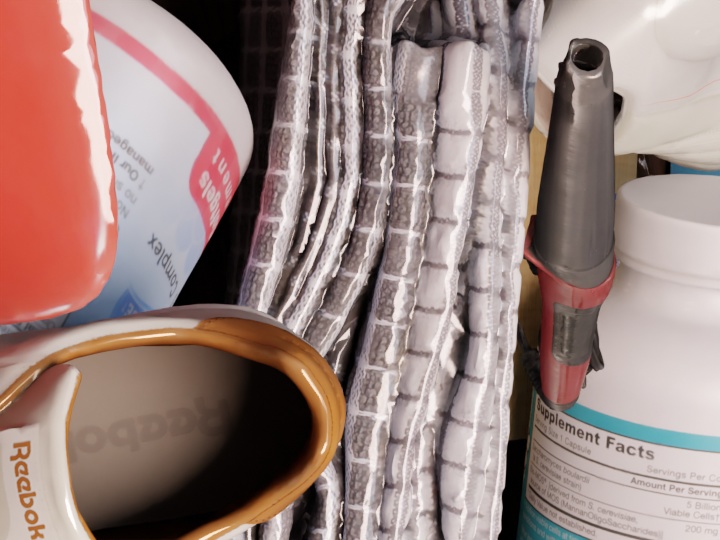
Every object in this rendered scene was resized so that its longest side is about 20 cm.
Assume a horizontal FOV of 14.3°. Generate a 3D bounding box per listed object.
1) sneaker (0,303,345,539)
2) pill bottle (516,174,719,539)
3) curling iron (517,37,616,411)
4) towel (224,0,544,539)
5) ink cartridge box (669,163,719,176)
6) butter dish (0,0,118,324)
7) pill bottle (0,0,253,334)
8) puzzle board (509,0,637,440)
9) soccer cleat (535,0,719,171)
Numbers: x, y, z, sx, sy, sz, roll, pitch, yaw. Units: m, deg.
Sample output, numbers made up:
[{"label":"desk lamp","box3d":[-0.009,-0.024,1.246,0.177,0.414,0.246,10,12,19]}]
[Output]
[{"label":"sneaker","box3d":[-0.099,0.044,0.609,0.200,0.085,0.073,-16,92,-11]},{"label":"pill bottle","box3d":[0.109,0.073,0.955,0.111,0.111,0.200,-12,114,-48]},{"label":"curling iron","box3d":[0.054,-0.011,0.783,0.200,0.026,0.050,82,-10,-69]},{"label":"towel","box3d":[0.000,0.000,0.807,0.166,0.085,0.200,-119,-146,-88]},{"label":"ink cartridge box","box3d":[0.231,0.025,1.040,0.147,0.200,0.146,-1,96,-48]},{"label":"butter dish","box3d":[-0.137,-0.097,0.644,0.148,0.199,0.200,-50,133,-63]},{"label":"pill bottle","box3d":[-0.115,0.022,0.713,0.109,0.109,0.200,48,60,-41]},{"label":"puzzle board","box3d":[0.044,-0.042,0.959,0.151,0.017,0.200,-3,97,-50]},{"label":"soccer cleat","box3d":[0.088,-0.066,0.919,0.078,0.069,0.200,-38,166,0]}]
